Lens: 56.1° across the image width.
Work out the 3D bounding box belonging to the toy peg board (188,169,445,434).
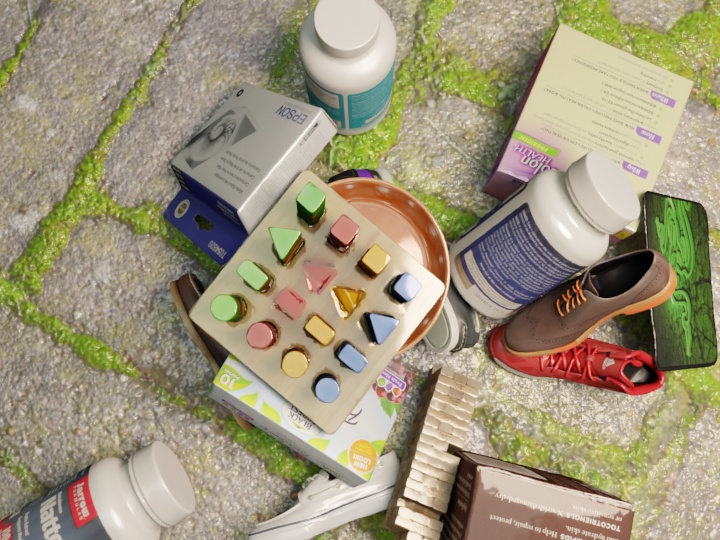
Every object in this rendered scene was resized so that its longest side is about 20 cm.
[{"bbox_3d":[-0.042,0.029,0.678,0.198,0.098,0.201,39,85,0],"label":"toy peg board"}]

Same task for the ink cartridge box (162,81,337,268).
[{"bbox_3d":[-0.148,-0.123,0.791,0.201,0.041,0.199,-52,42,-7],"label":"ink cartridge box"}]

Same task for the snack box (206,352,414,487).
[{"bbox_3d":[-0.052,0.128,0.763,0.198,0.053,0.143,33,59,-7],"label":"snack box"}]

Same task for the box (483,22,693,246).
[{"bbox_3d":[0.274,-0.161,0.828,0.174,0.097,0.202,24,81,3],"label":"box"}]

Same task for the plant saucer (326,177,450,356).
[{"bbox_3d":[0.000,0.000,0.750,0.196,0.032,0.204,0,89,-2],"label":"plant saucer"}]

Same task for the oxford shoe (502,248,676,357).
[{"bbox_3d":[0.237,0.031,0.736,0.198,0.072,0.072,-32,53,21],"label":"oxford shoe"}]

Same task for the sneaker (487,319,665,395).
[{"bbox_3d":[0.252,0.095,0.778,0.196,0.116,0.080,9,81,1],"label":"sneaker"}]

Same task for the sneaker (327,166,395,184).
[{"bbox_3d":[0.003,-0.027,0.801,0.098,0.069,0.203,-2,70,-34],"label":"sneaker"}]

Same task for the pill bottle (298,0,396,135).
[{"bbox_3d":[-0.014,-0.243,0.787,0.109,0.200,0.113,0,81,0],"label":"pill bottle"}]

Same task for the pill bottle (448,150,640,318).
[{"bbox_3d":[0.198,-0.038,0.741,0.110,0.200,0.112,21,50,-27],"label":"pill bottle"}]

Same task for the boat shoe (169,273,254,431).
[{"bbox_3d":[-0.153,0.087,0.805,0.070,0.070,0.202,-30,91,3],"label":"boat shoe"}]

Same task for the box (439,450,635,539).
[{"bbox_3d":[0.168,0.316,0.720,0.161,0.166,0.203,13,82,1],"label":"box"}]

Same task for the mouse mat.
[{"bbox_3d":[0.378,0.013,0.792,0.159,0.007,0.204,3,82,-40],"label":"mouse mat"}]

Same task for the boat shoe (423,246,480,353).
[{"bbox_3d":[0.088,0.004,0.822,0.060,0.075,0.203,0,68,-38],"label":"boat shoe"}]

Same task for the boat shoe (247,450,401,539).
[{"bbox_3d":[-0.040,0.266,0.783,0.197,0.074,0.068,-14,71,-15],"label":"boat shoe"}]

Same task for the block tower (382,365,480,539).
[{"bbox_3d":[0.082,0.206,0.762,0.053,0.058,0.202,23,64,-5],"label":"block tower"}]

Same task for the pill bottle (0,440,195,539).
[{"bbox_3d":[-0.293,0.281,0.750,0.198,0.120,0.121,-32,82,-5],"label":"pill bottle"}]
